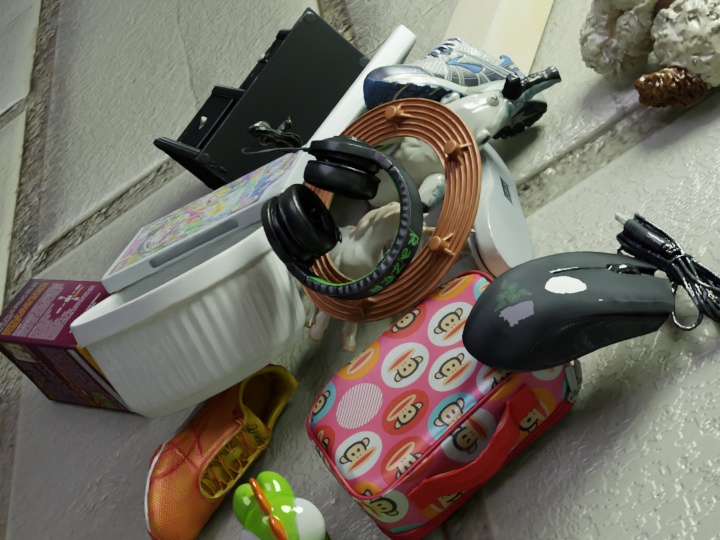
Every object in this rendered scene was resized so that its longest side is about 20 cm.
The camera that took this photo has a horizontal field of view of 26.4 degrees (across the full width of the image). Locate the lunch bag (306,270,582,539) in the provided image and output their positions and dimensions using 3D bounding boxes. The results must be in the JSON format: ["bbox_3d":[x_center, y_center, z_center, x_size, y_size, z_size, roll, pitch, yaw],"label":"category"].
[{"bbox_3d":[0.065,0.105,1.171,0.200,0.082,0.176,-41,31,-1],"label":"lunch bag"}]

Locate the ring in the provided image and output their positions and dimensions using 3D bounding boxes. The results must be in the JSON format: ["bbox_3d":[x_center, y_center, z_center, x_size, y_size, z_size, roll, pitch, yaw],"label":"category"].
[{"bbox_3d":[0.015,-0.054,1.275,0.200,0.019,0.201,-18,60,34],"label":"ring"}]

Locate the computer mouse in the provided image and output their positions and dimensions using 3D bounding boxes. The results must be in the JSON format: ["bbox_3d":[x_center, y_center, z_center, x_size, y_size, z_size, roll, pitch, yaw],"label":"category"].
[{"bbox_3d":[0.165,0.012,1.121,0.200,0.053,0.139,-20,38,-18],"label":"computer mouse"}]

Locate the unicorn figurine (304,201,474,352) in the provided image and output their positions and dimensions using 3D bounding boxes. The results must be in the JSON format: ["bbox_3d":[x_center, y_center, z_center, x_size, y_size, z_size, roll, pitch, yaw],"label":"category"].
[{"bbox_3d":[0.000,0.000,1.336,0.200,0.074,0.138,28,99,63],"label":"unicorn figurine"}]

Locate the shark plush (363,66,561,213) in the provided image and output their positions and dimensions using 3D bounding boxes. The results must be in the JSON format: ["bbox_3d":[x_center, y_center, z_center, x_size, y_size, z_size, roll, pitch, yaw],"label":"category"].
[{"bbox_3d":[0.083,-0.129,1.364,0.200,0.091,0.083,-45,-11,-2],"label":"shark plush"}]

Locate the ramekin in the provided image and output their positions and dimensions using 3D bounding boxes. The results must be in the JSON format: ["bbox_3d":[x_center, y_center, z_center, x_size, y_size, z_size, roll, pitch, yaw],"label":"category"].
[{"bbox_3d":[-0.144,0.046,1.349,0.200,0.105,0.200,-27,8,4],"label":"ramekin"}]

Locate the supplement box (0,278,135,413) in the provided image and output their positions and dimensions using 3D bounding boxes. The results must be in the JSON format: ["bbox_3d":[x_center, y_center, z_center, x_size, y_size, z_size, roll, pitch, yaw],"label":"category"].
[{"bbox_3d":[-0.276,0.075,1.558,0.200,0.110,0.086,2,50,49],"label":"supplement box"}]

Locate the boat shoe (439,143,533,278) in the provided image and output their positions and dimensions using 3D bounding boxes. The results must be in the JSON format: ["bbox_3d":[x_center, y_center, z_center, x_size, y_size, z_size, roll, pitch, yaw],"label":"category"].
[{"bbox_3d":[0.101,-0.044,1.337,0.066,0.072,0.200,-34,30,19],"label":"boat shoe"}]

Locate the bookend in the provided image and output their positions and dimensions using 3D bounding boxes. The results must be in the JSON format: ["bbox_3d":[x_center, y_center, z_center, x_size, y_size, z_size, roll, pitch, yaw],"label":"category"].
[{"bbox_3d":[-0.111,-0.181,1.666,0.200,0.092,0.199,-53,22,-4],"label":"bookend"}]

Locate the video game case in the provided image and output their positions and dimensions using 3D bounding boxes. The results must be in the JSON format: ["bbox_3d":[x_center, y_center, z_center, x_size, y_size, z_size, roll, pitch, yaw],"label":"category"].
[{"bbox_3d":[-0.141,-0.051,1.446,0.200,0.018,0.143,-25,16,18],"label":"video game case"}]

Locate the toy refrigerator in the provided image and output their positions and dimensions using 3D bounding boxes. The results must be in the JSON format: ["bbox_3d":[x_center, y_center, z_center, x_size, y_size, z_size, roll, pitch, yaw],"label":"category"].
[{"bbox_3d":[0.142,-0.252,1.560,0.076,0.070,0.200,-22,34,41],"label":"toy refrigerator"}]

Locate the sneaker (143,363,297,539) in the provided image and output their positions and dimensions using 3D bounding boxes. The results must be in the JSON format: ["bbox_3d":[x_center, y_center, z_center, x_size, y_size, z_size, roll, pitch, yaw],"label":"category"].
[{"bbox_3d":[-0.123,0.154,1.324,0.077,0.073,0.200,-11,41,45],"label":"sneaker"}]

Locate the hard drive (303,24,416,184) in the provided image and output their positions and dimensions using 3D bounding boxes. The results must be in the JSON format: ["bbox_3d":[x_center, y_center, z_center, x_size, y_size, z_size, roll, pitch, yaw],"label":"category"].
[{"bbox_3d":[-0.019,-0.151,1.589,0.200,0.027,0.132,-54,1,-21],"label":"hard drive"}]

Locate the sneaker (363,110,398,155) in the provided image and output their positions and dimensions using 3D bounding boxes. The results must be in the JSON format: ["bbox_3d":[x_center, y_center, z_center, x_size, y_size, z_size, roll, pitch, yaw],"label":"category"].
[{"bbox_3d":[0.027,-0.110,1.504,0.074,0.081,0.200,-53,13,-7],"label":"sneaker"}]

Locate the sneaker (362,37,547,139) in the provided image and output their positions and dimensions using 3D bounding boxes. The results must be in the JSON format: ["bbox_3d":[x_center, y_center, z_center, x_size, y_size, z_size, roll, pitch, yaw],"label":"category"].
[{"bbox_3d":[0.076,-0.171,1.407,0.077,0.200,0.085,-46,55,40],"label":"sneaker"}]

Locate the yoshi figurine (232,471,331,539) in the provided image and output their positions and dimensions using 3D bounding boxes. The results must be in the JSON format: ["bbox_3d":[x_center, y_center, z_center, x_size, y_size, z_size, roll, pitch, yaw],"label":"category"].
[{"bbox_3d":[-0.033,0.236,1.129,0.200,0.112,0.112,57,137,45],"label":"yoshi figurine"}]

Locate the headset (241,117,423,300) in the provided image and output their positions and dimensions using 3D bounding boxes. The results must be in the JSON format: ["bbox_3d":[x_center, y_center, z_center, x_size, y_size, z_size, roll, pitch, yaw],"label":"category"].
[{"bbox_3d":[-0.025,-0.059,1.268,0.200,0.094,0.124,45,103,29],"label":"headset"}]

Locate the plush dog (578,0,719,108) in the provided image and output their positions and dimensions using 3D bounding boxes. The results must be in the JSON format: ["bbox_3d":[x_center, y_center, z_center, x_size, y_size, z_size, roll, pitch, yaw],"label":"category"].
[{"bbox_3d":[0.287,-0.233,1.326,0.200,0.160,0.172,-39,57,6],"label":"plush dog"}]
